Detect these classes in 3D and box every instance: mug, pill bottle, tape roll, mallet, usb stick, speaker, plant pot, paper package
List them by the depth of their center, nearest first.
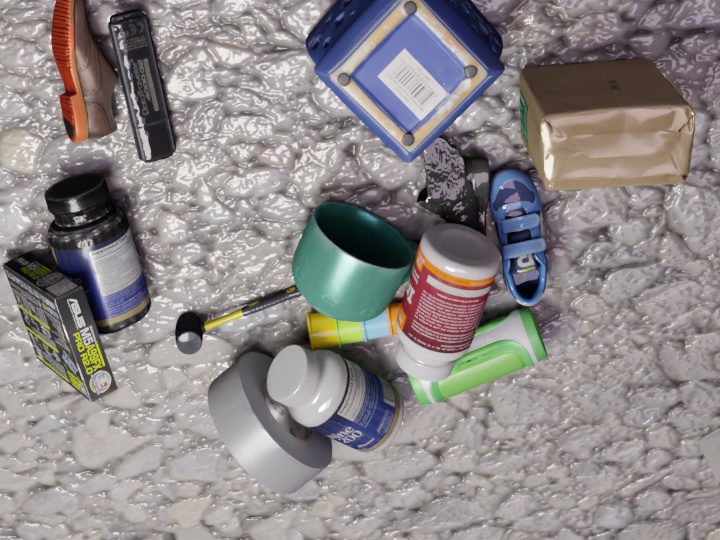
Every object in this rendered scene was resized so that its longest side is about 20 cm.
[{"bbox_3d":[0.058,-0.266,1.416,0.200,0.181,0.200,42,108,-18],"label":"plant pot"},{"bbox_3d":[0.303,-0.188,1.444,0.187,0.201,0.105,-3,117,0],"label":"paper package"},{"bbox_3d":[-0.288,-0.240,1.502,0.055,0.033,0.203,-18,117,-17],"label":"usb stick"},{"bbox_3d":[0.112,0.048,1.550,0.111,0.114,0.203,12,122,-6],"label":"pill bottle"},{"bbox_3d":[-0.004,0.003,1.561,0.182,0.153,0.116,23,117,-12],"label":"mug"},{"bbox_3d":[-0.365,-0.024,1.567,0.110,0.112,0.203,-10,116,4],"label":"pill bottle"},{"bbox_3d":[-0.037,0.182,1.635,0.111,0.112,0.199,-43,131,18],"label":"pill bottle"},{"bbox_3d":[-0.128,0.218,1.636,0.066,0.201,0.200,-38,111,16],"label":"tape roll"},{"bbox_3d":[-0.177,0.068,1.638,0.197,0.066,0.042,-18,116,8],"label":"mallet"},{"bbox_3d":[0.168,0.126,1.659,0.197,0.089,0.089,-22,114,10],"label":"speaker"}]

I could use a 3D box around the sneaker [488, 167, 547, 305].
[{"bbox_3d":[0.224,-0.044,1.580,0.073,0.083,0.203,-12,114,7],"label":"sneaker"}]

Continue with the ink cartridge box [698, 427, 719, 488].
[{"bbox_3d":[0.598,0.341,1.702,0.082,0.201,0.147,-33,112,15],"label":"ink cartridge box"}]

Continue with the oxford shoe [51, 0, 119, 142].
[{"bbox_3d":[-0.357,-0.273,1.484,0.071,0.071,0.204,-13,114,-29],"label":"oxford shoe"}]

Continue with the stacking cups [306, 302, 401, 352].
[{"bbox_3d":[0.022,0.071,1.648,0.196,0.061,0.061,-11,116,2],"label":"stacking cups"}]

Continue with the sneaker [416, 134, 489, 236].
[{"bbox_3d":[0.124,-0.092,1.570,0.102,0.060,0.204,1,111,-1],"label":"sneaker"}]

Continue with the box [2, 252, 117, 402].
[{"bbox_3d":[-0.418,0.075,1.575,0.044,0.199,0.163,-28,119,-28],"label":"box"}]
